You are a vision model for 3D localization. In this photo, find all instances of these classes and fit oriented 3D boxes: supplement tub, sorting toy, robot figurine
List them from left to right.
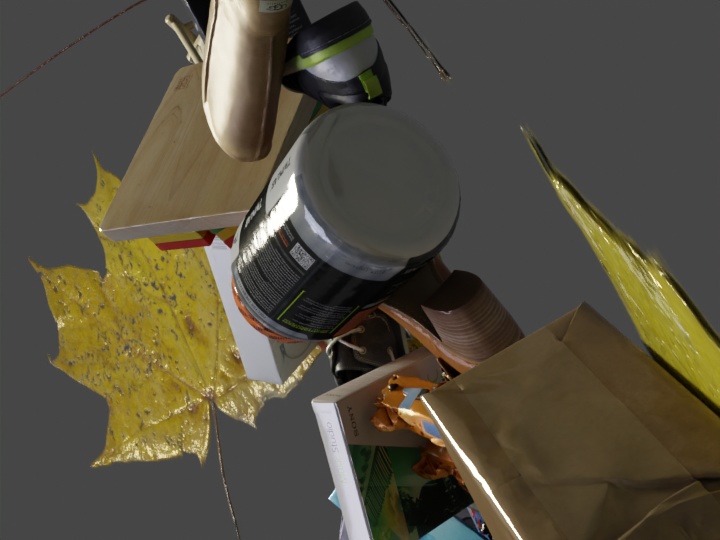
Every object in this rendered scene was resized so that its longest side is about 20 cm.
[{"bbox_3d":[-0.115,-0.107,0.932,0.070,0.198,0.200,46,-128,-40],"label":"sorting toy"},{"bbox_3d":[-0.022,-0.023,0.741,0.123,0.122,0.200,61,148,10],"label":"supplement tub"},{"bbox_3d":[0.104,0.142,0.768,0.200,0.058,0.145,13,149,51],"label":"robot figurine"}]

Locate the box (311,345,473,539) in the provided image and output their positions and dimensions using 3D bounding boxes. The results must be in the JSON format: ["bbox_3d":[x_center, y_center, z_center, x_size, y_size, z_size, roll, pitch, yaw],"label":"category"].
[{"bbox_3d":[0.056,0.146,0.888,0.036,0.200,0.145,-5,102,49],"label":"box"}]

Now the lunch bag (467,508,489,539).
[{"bbox_3d":[0.165,0.221,1.027,0.200,0.094,0.151,78,169,-47],"label":"lunch bag"}]

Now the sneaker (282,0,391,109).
[{"bbox_3d":[-0.019,-0.143,0.775,0.083,0.072,0.200,60,178,-8],"label":"sneaker"}]

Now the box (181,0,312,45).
[{"bbox_3d":[-0.108,-0.243,1.068,0.200,0.104,0.148,63,177,-30],"label":"box"}]

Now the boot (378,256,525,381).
[{"bbox_3d":[0.080,0.055,0.839,0.200,0.077,0.155,19,148,58],"label":"boot"}]

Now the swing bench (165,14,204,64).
[{"bbox_3d":[-0.132,-0.240,1.301,0.200,0.129,0.199,63,177,-38],"label":"swing bench"}]

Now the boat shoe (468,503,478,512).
[{"bbox_3d":[0.072,0.154,0.990,0.202,0.065,0.074,47,-176,7],"label":"boat shoe"}]

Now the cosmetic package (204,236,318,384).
[{"bbox_3d":[-0.084,-0.006,1.066,0.151,0.052,0.201,-50,-45,-45],"label":"cosmetic package"}]

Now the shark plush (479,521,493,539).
[{"bbox_3d":[0.156,0.242,0.898,0.083,0.091,0.200,36,146,-6],"label":"shark plush"}]

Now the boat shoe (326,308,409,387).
[{"bbox_3d":[0.001,0.065,0.913,0.068,0.072,0.201,-32,-75,-60],"label":"boat shoe"}]

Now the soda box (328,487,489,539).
[{"bbox_3d":[0.061,0.266,1.041,0.200,0.068,0.064,29,172,44],"label":"soda box"}]

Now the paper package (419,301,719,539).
[{"bbox_3d":[0.135,0.146,0.493,0.200,0.103,0.191,63,175,-26],"label":"paper package"}]

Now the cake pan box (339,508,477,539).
[{"bbox_3d":[0.093,0.273,1.203,0.200,0.184,0.052,-48,-28,-62],"label":"cake pan box"}]

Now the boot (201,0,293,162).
[{"bbox_3d":[-0.095,-0.204,0.741,0.200,0.066,0.176,113,145,-61],"label":"boot"}]

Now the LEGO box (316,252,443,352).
[{"bbox_3d":[0.000,0.000,1.013,0.149,0.077,0.200,7,141,32],"label":"LEGO box"}]
